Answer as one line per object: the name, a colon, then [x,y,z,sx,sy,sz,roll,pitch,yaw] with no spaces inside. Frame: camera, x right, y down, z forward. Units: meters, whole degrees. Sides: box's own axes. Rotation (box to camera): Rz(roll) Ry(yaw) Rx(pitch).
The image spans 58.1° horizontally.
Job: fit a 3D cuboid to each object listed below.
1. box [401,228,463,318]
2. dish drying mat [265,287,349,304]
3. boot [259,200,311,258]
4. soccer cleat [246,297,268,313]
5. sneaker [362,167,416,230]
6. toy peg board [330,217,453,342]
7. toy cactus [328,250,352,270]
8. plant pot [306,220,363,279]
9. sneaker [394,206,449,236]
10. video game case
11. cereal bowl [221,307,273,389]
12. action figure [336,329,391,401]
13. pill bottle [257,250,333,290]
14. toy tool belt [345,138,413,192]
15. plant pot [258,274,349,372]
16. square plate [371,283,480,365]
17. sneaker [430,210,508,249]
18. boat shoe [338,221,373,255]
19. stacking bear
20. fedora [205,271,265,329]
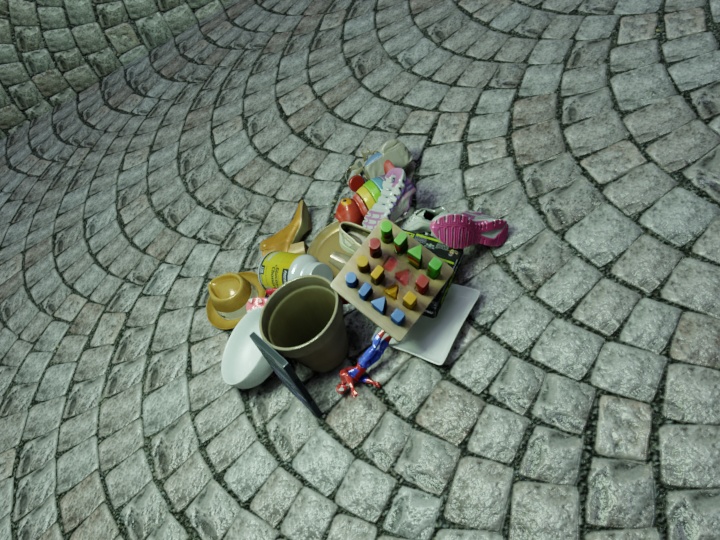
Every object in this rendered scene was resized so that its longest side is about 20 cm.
box: [0.116,-0.002,1.503,0.198,0.048,0.194,17,52,18]
dish drying mat: [-0.128,0.064,1.570,0.197,0.077,0.018,-3,49,20]
boot: [-0.216,-0.103,1.834,0.142,0.071,0.203,-13,54,17]
soccer cleat: [-0.198,0.104,1.667,0.197,0.076,0.068,5,81,14]
sneaker: [0.078,-0.150,1.624,0.080,0.088,0.202,27,89,52]
toy peg board: [0.066,0.007,1.384,0.199,0.098,0.200,37,80,12]
toy cactus: [0.000,0.000,1.584,0.163,0.103,0.201,26,57,4]
plant pot: [-0.051,-0.054,1.733,0.198,0.028,0.202,-16,49,19]
sneaker: [0.143,-0.119,1.636,0.197,0.081,0.076,-9,52,26]
video game case: [-0.165,0.233,1.443,0.019,0.201,0.142,-42,45,-16]
cereal bowl: [-0.250,0.197,1.584,0.199,0.083,0.202,-34,40,34]
action figure: [0.027,0.216,1.431,0.200,0.065,0.099,-45,49,10]
pill bottle: [-0.166,0.012,1.667,0.198,0.112,0.113,7,58,44]
toy tool belt: [0.045,-0.286,1.819,0.199,0.126,0.123,-34,14,-3]
plant pot: [-0.109,0.142,1.500,0.197,0.174,0.202,-15,46,16]
square plate: [0.151,0.109,1.483,0.198,0.029,0.199,16,63,38]
sneaker: [0.245,-0.098,1.524,0.088,0.197,0.083,-141,59,-60]
boat shoe: [0.032,-0.056,1.484,0.198,0.065,0.072,26,58,27]
stacking bear: [0.025,-0.182,1.713,0.198,0.114,0.122,-31,45,-7]
fedora: [-0.355,0.063,1.772,0.198,0.082,0.203,-16,48,18]
